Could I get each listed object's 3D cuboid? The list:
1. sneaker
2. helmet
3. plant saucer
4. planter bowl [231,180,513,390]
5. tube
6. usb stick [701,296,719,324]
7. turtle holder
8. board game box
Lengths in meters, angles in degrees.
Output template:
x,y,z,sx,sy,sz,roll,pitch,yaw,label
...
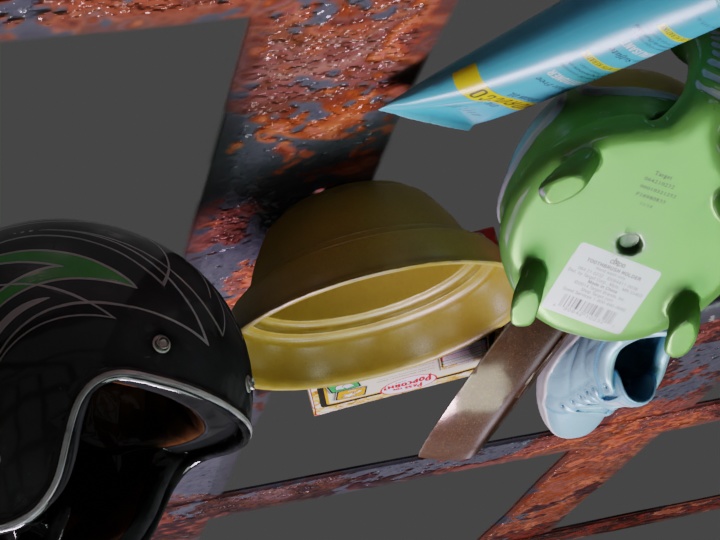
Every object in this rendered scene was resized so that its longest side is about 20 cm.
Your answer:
x,y,z,sx,sy,sz,roll,pitch,yaw,label
0.191,0.082,1.416,0.074,0.082,0.200,3,138,-14,sneaker
-0.164,0.065,1.020,0.191,0.200,0.200,-52,163,-10,helmet
0.112,0.057,1.260,0.200,0.034,0.200,-53,172,-11,plant saucer
0.000,0.000,1.123,0.200,0.084,0.200,-13,159,-5,planter bowl
0.107,-0.117,0.951,0.200,0.051,0.077,-24,155,38,tube
0.217,0.044,1.471,0.199,0.033,0.055,-18,156,6,usb stick
0.144,-0.057,1.005,0.140,0.132,0.186,-4,127,6,turtle holder
0.027,0.042,1.310,0.151,0.046,0.200,-14,160,-3,board game box
